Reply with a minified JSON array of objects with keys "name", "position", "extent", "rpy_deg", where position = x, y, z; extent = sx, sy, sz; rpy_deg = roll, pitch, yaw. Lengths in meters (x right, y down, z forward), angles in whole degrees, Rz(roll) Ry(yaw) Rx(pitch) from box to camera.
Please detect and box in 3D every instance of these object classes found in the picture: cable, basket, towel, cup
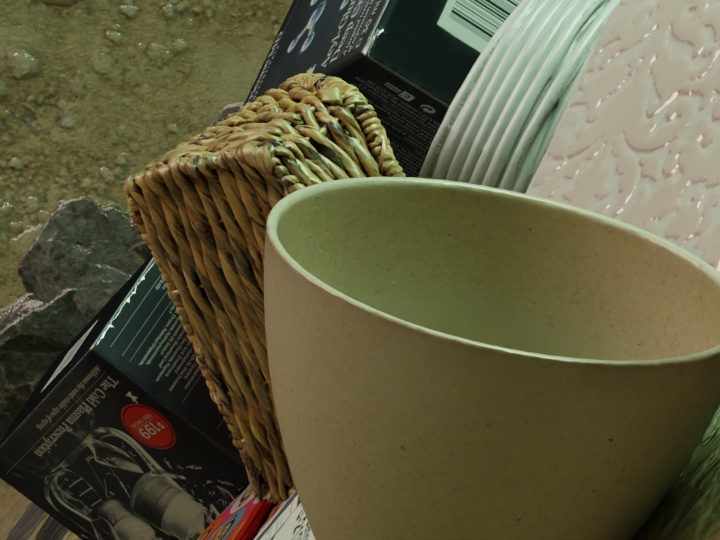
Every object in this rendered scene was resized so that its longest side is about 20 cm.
[{"name":"cable","position":[0.101,-0.065,1.608],"extent":[0.200,0.069,0.201],"rpy_deg":[-21,-46,-64]},{"name":"basket","position":[0.000,0.000,1.555],"extent":[0.142,0.201,0.149],"rpy_deg":[-13,14,44]},{"name":"towel","position":[0.154,-0.065,1.395],"extent":[0.200,0.032,0.191],"rpy_deg":[-2,58,59]},{"name":"cup","position":[0.047,0.062,1.234],"extent":[0.200,0.200,0.144],"rpy_deg":[-73,-5,-70]}]

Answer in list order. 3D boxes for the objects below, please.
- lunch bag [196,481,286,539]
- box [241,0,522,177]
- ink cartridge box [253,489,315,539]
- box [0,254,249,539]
[{"name":"lunch bag","position":[-0.044,0.171,1.632],"extent":[0.176,0.082,0.200],"rpy_deg":[-40,11,41]},{"name":"box","position":[0.030,-0.135,1.764],"extent":[0.200,0.107,0.149],"rpy_deg":[-27,36,62]},{"name":"ink cartridge box","position":[-0.017,0.166,1.438],"extent":[0.200,0.084,0.145],"rpy_deg":[-50,8,18]},{"name":"box","position":[-0.118,0.110,1.963],"extent":[0.200,0.182,0.104],"rpy_deg":[-44,11,53]}]
